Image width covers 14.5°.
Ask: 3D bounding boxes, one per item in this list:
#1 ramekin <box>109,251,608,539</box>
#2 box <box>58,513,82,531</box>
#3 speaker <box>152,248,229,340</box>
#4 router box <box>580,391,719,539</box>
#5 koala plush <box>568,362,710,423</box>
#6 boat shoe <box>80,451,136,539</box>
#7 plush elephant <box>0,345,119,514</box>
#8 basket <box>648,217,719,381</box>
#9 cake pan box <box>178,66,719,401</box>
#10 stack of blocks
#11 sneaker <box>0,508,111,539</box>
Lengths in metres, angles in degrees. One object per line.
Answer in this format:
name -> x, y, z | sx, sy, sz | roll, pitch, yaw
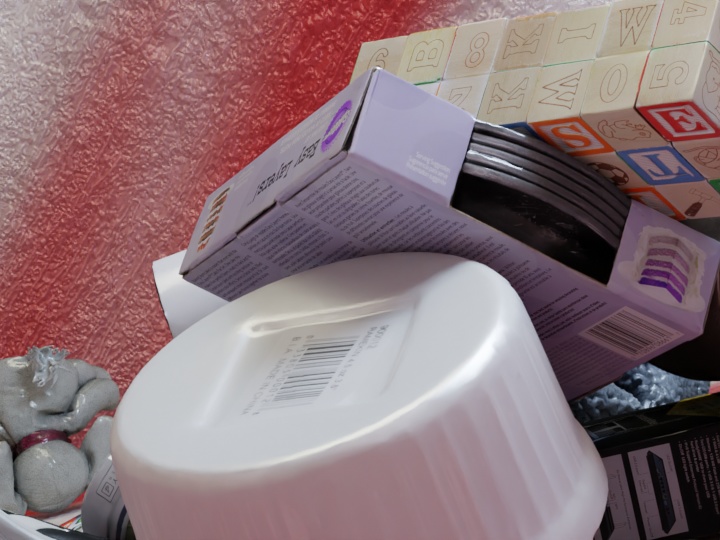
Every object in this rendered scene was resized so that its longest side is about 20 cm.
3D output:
ramekin -> -0.007, 0.075, 1.170 | 0.200, 0.098, 0.201 | -17, 24, 8
box -> -0.103, 0.133, 1.558 | 0.200, 0.035, 0.110 | -29, 6, 15
speaker -> 0.000, 0.000, 1.403 | 0.199, 0.081, 0.081 | -20, 0, 2
router box -> 0.175, 0.091, 1.376 | 0.157, 0.052, 0.200 | -13, 0, 1
koala plush -> 0.123, -0.017, 1.561 | 0.183, 0.201, 0.177 | 15, -5, -36
boat shoe -> -0.095, 0.143, 1.395 | 0.072, 0.062, 0.200 | -52, -15, -15
plush elephant -> -0.296, 0.160, 2.632 | 0.164, 0.156, 0.200 | -4, -10, -14
basket -> 0.188, -0.016, 1.340 | 0.136, 0.181, 0.200 | -23, 12, -8
cake pan box -> 0.038, -0.004, 1.267 | 0.184, 0.052, 0.200 | 24, -25, -16
stack of blocks -> 0.101, -0.058, 1.244 | 0.200, 0.059, 0.115 | -6, -32, 42
sneaker -> -0.165, 0.147, 1.281 | 0.199, 0.073, 0.112 | 16, -14, -19
